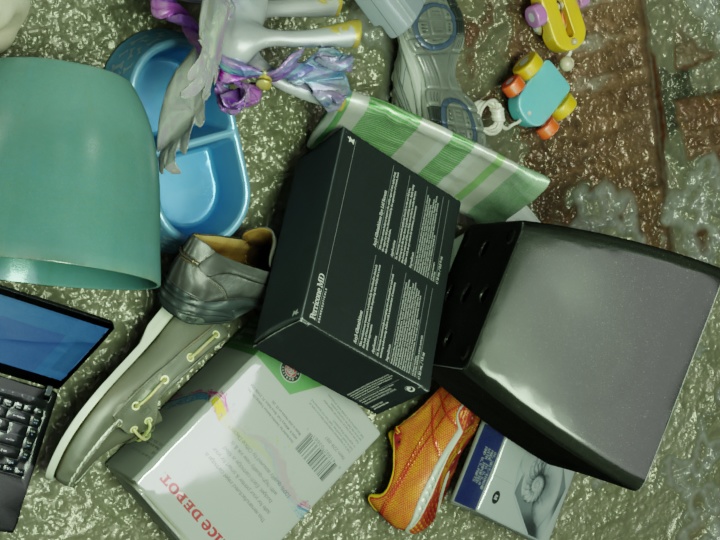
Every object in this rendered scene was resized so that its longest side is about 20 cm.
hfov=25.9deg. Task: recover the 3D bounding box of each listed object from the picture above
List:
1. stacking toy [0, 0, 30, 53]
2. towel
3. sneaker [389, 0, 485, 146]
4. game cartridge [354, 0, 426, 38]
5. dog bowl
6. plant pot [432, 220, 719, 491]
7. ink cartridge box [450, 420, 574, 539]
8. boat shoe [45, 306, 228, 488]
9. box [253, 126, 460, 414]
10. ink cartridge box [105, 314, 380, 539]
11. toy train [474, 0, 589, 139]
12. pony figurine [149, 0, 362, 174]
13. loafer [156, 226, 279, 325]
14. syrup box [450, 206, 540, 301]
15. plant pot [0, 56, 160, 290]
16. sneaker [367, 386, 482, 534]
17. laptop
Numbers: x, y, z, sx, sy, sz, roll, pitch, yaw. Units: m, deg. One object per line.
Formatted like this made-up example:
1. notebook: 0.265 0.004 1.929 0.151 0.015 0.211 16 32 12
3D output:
1. stacking toy: -0.370 -0.237 1.223 0.146 0.146 0.200 -42 93 -18
2. towel: 0.055 -0.097 1.398 0.198 0.153 0.024 25 72 -6
3. sneaker: 0.055 -0.182 1.465 0.074 0.087 0.203 1 75 -32
4. game cartridge: 0.026 -0.314 1.404 0.133 0.040 0.201 47 41 -21
5. dog bowl: -0.157 -0.112 1.370 0.110 0.049 0.202 -17 102 -26
6. plant pot: 0.165 0.054 1.366 0.176 0.200 0.201 25 83 -15
7. ink cartridge box: 0.186 0.165 1.544 0.199 0.040 0.202 30 79 -51
8. boat shoe: -0.192 0.109 1.348 0.060 0.072 0.202 37 69 0
9. box: 0.000 0.000 1.359 0.141 0.079 0.202 32 52 -28
10. ink cartridge box: -0.105 0.161 1.402 0.200 0.087 0.146 -46 113 -18
11. toy train: 0.148 -0.228 1.524 0.149 0.055 0.203 4 90 -27
12. pony figurine: -0.102 -0.189 1.273 0.198 0.167 0.195 7 61 -19
13. loafer: -0.087 -0.002 1.377 0.199 0.073 0.073 -11 130 -50
14. syrup box: 0.092 0.024 1.483 0.199 0.079 0.082 -27 67 -23
15. plant pot: -0.250 -0.077 1.247 0.199 0.200 0.163 9 82 -28
16. sneaker: 0.069 0.150 1.487 0.201 0.077 0.073 -61 160 0
17. laptop: -0.321 0.108 1.272 0.176 0.103 0.202 20 85 -28
